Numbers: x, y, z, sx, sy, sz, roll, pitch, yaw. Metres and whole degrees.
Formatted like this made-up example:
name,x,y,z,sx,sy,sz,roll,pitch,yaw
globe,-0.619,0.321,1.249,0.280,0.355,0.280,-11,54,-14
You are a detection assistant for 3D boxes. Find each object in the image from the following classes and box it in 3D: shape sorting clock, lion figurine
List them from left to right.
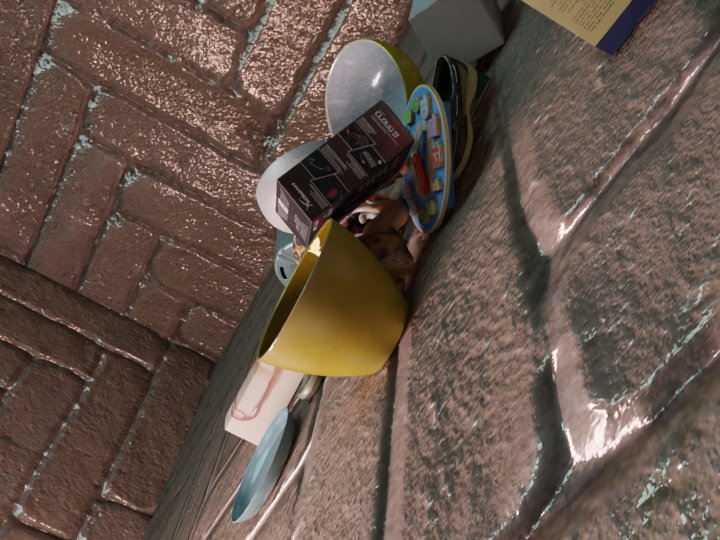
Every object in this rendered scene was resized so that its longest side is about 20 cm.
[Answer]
name,x,y,z,sx,sy,sz,roll,pitch,yaw
lion figurine,0.030,-0.056,1.134,0.122,0.073,0.201,-9,45,25
shape sorting clock,0.085,-0.151,1.085,0.200,0.039,0.202,176,90,-73

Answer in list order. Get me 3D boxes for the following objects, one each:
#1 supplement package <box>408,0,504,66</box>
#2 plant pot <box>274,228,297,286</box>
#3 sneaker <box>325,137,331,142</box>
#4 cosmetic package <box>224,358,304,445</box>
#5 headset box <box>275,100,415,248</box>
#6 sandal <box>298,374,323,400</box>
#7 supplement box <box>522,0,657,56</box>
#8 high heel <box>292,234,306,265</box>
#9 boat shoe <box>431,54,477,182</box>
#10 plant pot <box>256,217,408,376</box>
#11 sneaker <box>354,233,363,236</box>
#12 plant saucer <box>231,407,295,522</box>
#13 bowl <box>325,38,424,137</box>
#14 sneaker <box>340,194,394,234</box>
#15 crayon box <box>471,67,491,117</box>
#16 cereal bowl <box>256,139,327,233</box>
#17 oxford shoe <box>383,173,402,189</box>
name,x,y,z,sx,sy,sz,roll,pitch,yaw
supplement package,0.162,-0.426,1.326,0.117,0.117,0.200,-26,24,22
plant pot,-0.084,-0.067,1.569,0.201,0.199,0.197,-54,21,39
sneaker,-0.045,-0.143,1.257,0.078,0.091,0.200,-64,4,-33
cosmetic package,-0.171,0.216,1.498,0.201,0.087,0.103,-62,11,2
headset box,-0.017,-0.133,1.081,0.200,0.075,0.149,-39,-5,-13
sandal,-0.083,0.127,1.352,0.202,0.057,0.080,-79,14,-48
supplement box,0.201,-0.349,0.766,0.134,0.199,0.201,-53,13,40
high heel,-0.040,0.000,1.195,0.142,0.071,0.202,16,120,60
boat shoe,0.120,-0.215,1.129,0.073,0.064,0.202,-28,47,50
plant pot,-0.024,0.056,1.010,0.201,0.141,0.200,-58,10,17
sneaker,0.000,0.000,1.270,0.199,0.073,0.113,3,88,58
plant saucer,-0.156,0.323,1.309,0.201,0.027,0.200,-60,9,17
bowl,0.044,-0.266,1.263,0.107,0.201,0.200,-15,-24,-38
sneaker,0.013,-0.103,1.348,0.087,0.073,0.200,-64,15,-22
crayon box,0.122,-0.214,1.252,0.201,0.051,0.127,-64,10,-5
cereal bowl,-0.077,-0.130,1.385,0.200,0.199,0.084,-54,55,41
oxford shoe,0.046,-0.191,1.382,0.070,0.074,0.200,-17,12,29
